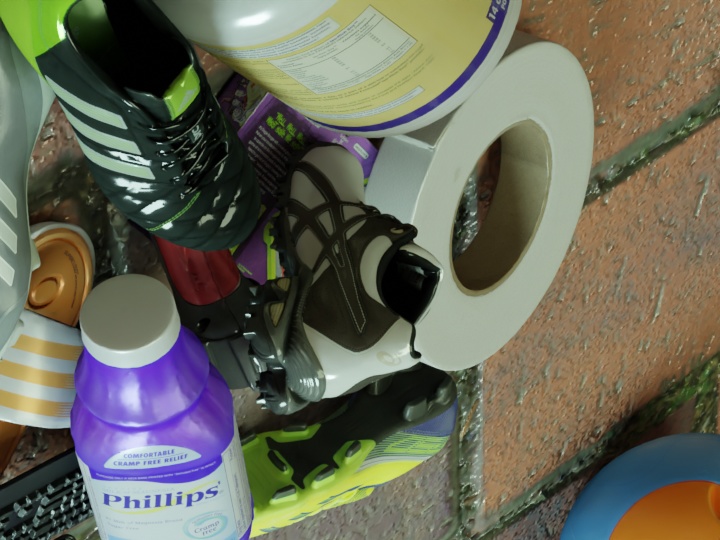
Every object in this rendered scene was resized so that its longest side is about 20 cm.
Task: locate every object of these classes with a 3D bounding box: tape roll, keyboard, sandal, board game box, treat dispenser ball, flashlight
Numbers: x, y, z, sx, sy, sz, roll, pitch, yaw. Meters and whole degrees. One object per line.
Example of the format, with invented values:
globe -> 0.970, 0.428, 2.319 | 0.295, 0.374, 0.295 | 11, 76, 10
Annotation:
tape roll -> 0.068, -0.041, 1.541 | 0.203, 0.037, 0.203 | -36, 137, -42
keyboard -> -0.162, 0.133, 1.433 | 0.200, 0.021, 0.127 | -26, 156, -49
sandal -> -0.175, 0.074, 1.363 | 0.079, 0.059, 0.207 | 2, 118, -51
board game box -> -0.038, -0.030, 1.466 | 0.120, 0.032, 0.200 | -49, 146, -1
treat dispenser ball -> 0.235, 0.214, 1.860 | 0.201, 0.201, 0.201 | -31, 140, -30
flashlight -> -0.086, -0.027, 1.332 | 0.068, 0.068, 0.200 | -60, 139, -47

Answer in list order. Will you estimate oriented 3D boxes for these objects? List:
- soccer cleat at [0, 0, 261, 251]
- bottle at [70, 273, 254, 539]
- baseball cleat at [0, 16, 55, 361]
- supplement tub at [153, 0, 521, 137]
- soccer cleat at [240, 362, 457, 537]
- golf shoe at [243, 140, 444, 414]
soccer cleat -> -0.095, -0.073, 1.207 | 0.068, 0.081, 0.200 | -51, 131, -18
bottle -> -0.103, 0.080, 1.346 | 0.083, 0.065, 0.200 | -6, 142, 0
baseball cleat -> -0.195, -0.043, 1.242 | 0.106, 0.070, 0.200 | -3, 112, -42
supplement tub -> -0.026, -0.158, 1.261 | 0.145, 0.145, 0.200 | -56, 147, 3
soccer cleat -> -0.019, 0.121, 1.592 | 0.200, 0.065, 0.084 | -28, 141, -34
golf shoe -> 0.000, 0.000, 1.359 | 0.200, 0.094, 0.078 | -82, 160, -52
